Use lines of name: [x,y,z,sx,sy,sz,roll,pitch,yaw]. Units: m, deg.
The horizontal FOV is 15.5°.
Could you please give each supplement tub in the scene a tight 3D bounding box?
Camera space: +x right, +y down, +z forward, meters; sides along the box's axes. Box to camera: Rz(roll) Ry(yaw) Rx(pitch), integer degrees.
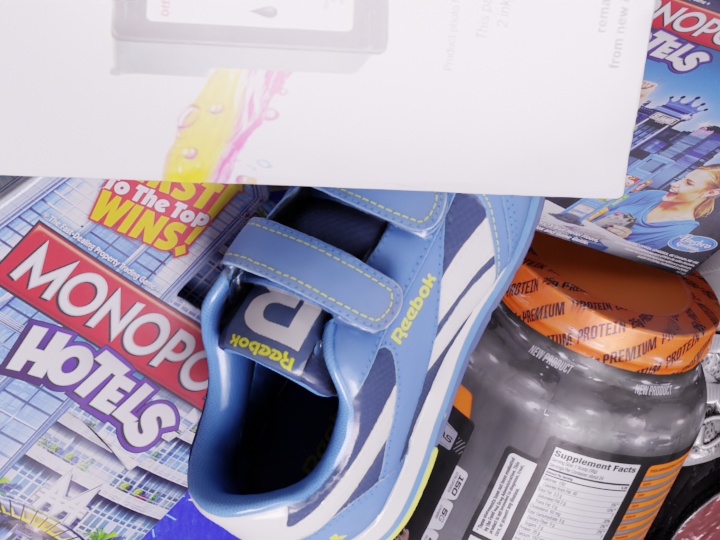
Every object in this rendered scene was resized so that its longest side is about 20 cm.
supplement tub: [0.064,0.080,1.092,0.122,0.123,0.200,8,120,-31]

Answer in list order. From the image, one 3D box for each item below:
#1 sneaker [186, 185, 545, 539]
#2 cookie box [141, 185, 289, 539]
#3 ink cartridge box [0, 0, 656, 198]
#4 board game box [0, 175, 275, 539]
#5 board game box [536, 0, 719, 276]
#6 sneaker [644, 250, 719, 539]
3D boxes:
sneaker: [0.000,0.000,0.836,0.082,0.074,0.200,5,103,-56]
cookie box: [-0.087,0.030,1.007,0.200,0.075,0.171,-7,127,-23]
ink cartridge box: [-0.027,-0.121,0.707,0.200,0.147,0.146,2,127,-4]
board game box: [-0.087,0.003,0.882,0.200,0.062,0.200,-46,133,10]
board game box: [0.120,-0.085,0.952,0.200,0.062,0.200,16,143,-42]
sneaker: [0.158,0.054,1.148,0.075,0.082,0.200,17,115,-36]
